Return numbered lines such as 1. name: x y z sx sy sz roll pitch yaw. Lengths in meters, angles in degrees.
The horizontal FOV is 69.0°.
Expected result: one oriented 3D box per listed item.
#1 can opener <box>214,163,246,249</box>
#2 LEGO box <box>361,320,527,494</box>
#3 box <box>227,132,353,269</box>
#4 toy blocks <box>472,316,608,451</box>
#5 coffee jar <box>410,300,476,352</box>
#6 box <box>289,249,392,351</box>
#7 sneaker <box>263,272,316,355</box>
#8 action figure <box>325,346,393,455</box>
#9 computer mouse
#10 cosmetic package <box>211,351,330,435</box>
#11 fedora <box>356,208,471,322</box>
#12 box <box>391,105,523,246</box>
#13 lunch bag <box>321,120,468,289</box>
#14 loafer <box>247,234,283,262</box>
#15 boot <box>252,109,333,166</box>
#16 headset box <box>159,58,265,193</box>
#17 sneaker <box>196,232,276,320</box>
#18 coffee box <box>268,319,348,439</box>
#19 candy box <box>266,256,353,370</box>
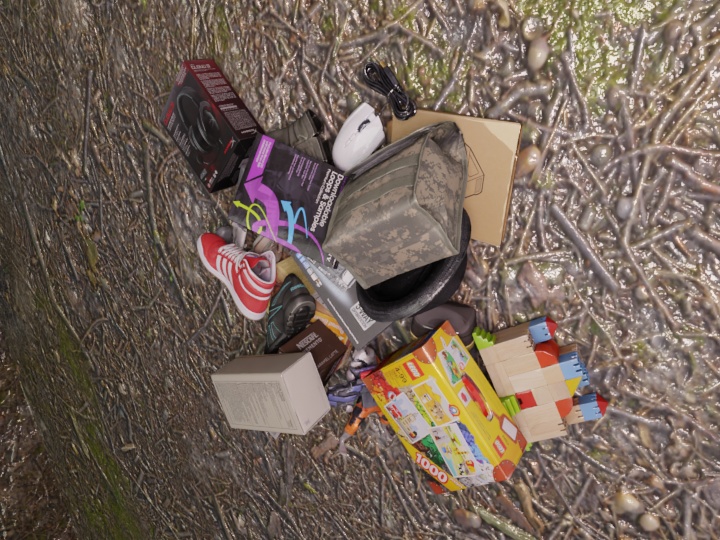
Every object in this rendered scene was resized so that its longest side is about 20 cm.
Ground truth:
1. can opener: -0.239 -0.106 1.021 0.052 0.065 0.205 40 120 33
2. LEGO box: 0.116 0.199 0.746 0.203 0.077 0.148 55 135 2
3. box: -0.099 -0.109 0.828 0.194 0.036 0.148 23 95 7
4. toy blocks: 0.261 0.153 0.746 0.133 0.100 0.206 -22 95 28
5. coffee jar: 0.127 0.145 0.825 0.100 0.086 0.207 10 119 20
6. box: 0.000 0.000 0.860 0.156 0.050 0.203 -38 83 15
7. sneaker: -0.136 0.093 0.966 0.081 0.073 0.203 58 135 31
8. action figure: -0.011 0.228 0.950 0.105 0.192 0.202 -134 46 -66
9. computer mouse: 0.003 -0.209 0.797 0.111 0.043 0.201 55 137 16
10. cosmetic package: -0.152 0.200 0.861 0.195 0.072 0.107 -10 104 40
11. fedora: 0.088 -0.002 0.751 0.196 0.207 0.091 -14 142 40
12. box: 0.127 -0.142 0.761 0.195 0.021 0.170 20 119 31
13. lunch bag: 0.053 -0.105 0.700 0.161 0.205 0.117 -21 130 38
14. loafer: -0.175 -0.035 1.007 0.063 0.072 0.199 49 140 -2
15. boot: -0.101 -0.152 0.868 0.126 0.067 0.208 -17 86 21
16. headset box: -0.287 -0.278 0.986 0.203 0.077 0.148 53 130 5
17. sneaker: -0.222 -0.021 0.955 0.201 0.070 0.114 48 131 16
18. coffee box: -0.115 0.201 0.958 0.079 0.113 0.203 41 129 14
19. candy box: -0.093 0.083 0.999 0.198 0.055 0.118 39 128 17
